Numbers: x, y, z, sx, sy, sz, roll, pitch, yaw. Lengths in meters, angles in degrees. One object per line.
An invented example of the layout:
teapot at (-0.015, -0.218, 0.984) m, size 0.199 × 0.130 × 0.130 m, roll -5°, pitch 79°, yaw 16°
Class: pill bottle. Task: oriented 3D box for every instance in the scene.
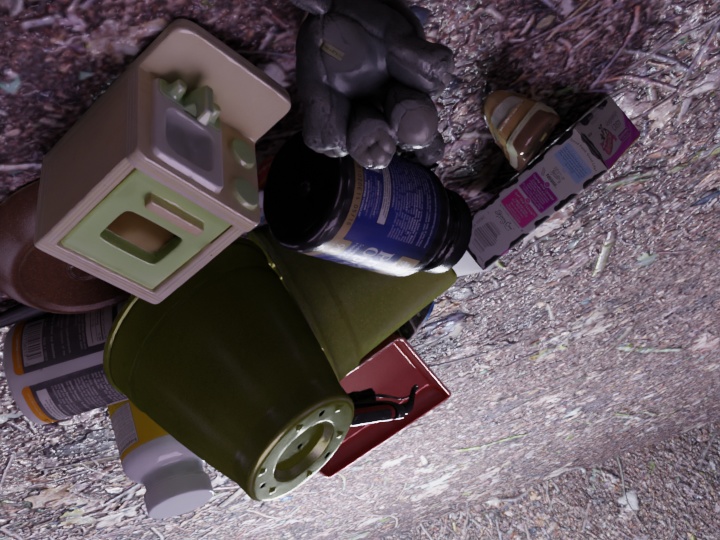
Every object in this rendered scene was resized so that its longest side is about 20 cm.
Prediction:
pill bottle at (-0.277, 0.087, 1.106) m, size 0.196 × 0.118 × 0.117 m, roll -16°, pitch 156°, yaw 4°
pill bottle at (0.014, -0.056, 0.952) m, size 0.198 × 0.113 × 0.111 m, roll 14°, pitch 139°, yaw -44°
pill bottle at (-0.240, 0.186, 1.214) m, size 0.110 × 0.203 × 0.113 m, roll -18°, pitch 156°, yaw -8°

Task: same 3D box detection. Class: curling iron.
curling iron at (-0.317, 0.021, 1.068) m, size 0.197 × 0.026 × 0.050 m, roll -23°, pitch 150°, yaw 3°

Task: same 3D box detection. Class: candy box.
candy box at (0.212, -0.098, 1.149) m, size 0.200 × 0.061 × 0.136 m, roll -43°, pitch 177°, yaw 38°

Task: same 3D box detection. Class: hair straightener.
hair straightener at (-0.024, 0.145, 1.113) m, size 0.197 × 0.077 × 0.042 m, roll -10°, pitch 113°, yaw -29°

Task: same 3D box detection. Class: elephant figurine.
elephant figurine at (0.010, -0.162, 0.859) m, size 0.138 × 0.158 × 0.200 m, roll 9°, pitch -164°, yaw 4°

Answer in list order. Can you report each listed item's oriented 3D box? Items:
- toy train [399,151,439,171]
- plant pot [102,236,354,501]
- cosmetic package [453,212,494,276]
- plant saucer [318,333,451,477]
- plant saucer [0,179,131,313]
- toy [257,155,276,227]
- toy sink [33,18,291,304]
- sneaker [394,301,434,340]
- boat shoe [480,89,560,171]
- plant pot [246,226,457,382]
toy train at (0.002, -0.085, 1.047) m, size 0.198 × 0.035 × 0.046 m, roll -28°, pitch -176°, yaw -33°
plant pot at (-0.112, 0.108, 0.969) m, size 0.199 × 0.193 × 0.202 m, roll -34°, pitch 151°, yaw -22°
cosmetic package at (0.088, -0.023, 1.278) m, size 0.196 × 0.051 × 0.083 m, roll -10°, pitch 155°, yaw -23°
plant saucer at (-0.004, 0.160, 1.232) m, size 0.198 × 0.037 × 0.200 m, roll -34°, pitch 146°, yaw 5°
plant saucer at (-0.268, -0.016, 0.985) m, size 0.197 × 0.037 × 0.202 m, roll -17°, pitch 146°, yaw -12°
toy at (-0.091, -0.081, 1.003) m, size 0.198 × 0.048 × 0.115 m, roll -27°, pitch 174°, yaw -32°
toy sink at (-0.161, -0.081, 0.841) m, size 0.199 × 0.113 × 0.129 m, roll -36°, pitch 134°, yaw 28°
sneaker at (0.037, 0.055, 1.292) m, size 0.089 × 0.079 × 0.199 m, roll -29°, pitch 178°, yaw -33°
boat shoe at (0.161, -0.157, 1.050) m, size 0.072 × 0.076 × 0.200 m, roll -52°, pitch 172°, yaw 4°
plant pot at (0.000, 0.000, 1.116) m, size 0.182 × 0.202 × 0.201 m, roll -29°, pitch 157°, yaw -10°
